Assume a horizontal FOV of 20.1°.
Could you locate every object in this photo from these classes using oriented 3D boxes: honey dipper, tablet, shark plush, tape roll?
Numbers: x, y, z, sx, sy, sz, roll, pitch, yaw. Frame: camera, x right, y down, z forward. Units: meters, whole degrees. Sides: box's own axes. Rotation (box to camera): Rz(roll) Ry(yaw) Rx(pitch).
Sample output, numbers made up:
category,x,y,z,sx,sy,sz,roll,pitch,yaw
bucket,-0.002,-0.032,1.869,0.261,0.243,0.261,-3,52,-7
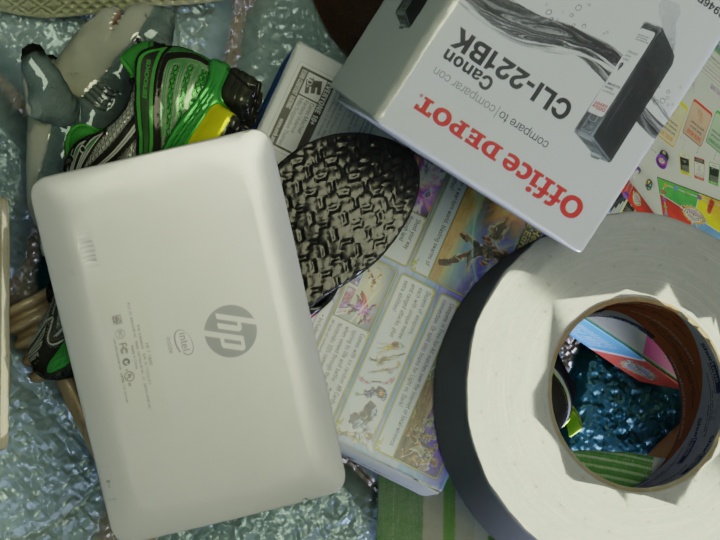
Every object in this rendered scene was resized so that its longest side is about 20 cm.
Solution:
category,x,y,z,sx,sy,sz,roll,pitch,yaw
honey dipper,-0.148,0.105,1.175,0.038,0.038,0.201,-29,96,-20
tablet,-0.089,0.036,1.072,0.129,0.014,0.201,-13,101,-4
shark plush,-0.147,-0.050,1.145,0.083,0.091,0.202,1,79,-3
tape roll,0.144,0.071,1.130,0.199,0.066,0.202,2,82,-13

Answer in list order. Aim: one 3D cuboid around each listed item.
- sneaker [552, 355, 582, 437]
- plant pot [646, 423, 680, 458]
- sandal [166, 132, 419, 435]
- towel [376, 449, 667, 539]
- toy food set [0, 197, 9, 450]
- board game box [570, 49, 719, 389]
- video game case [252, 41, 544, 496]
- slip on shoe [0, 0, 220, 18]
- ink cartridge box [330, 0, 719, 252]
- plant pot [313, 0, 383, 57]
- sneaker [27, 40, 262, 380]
category,x,y,z,sx,sy,sz,roll,pitch,yaw
sneaker,0.063,0.026,1.253,0.072,0.083,0.201,-38,82,24
plant pot,0.263,0.144,1.249,0.139,0.200,0.201,-27,95,-4
sandal,-0.048,0.003,1.110,0.075,0.045,0.200,41,89,0
towel,0.104,0.182,1.204,0.199,0.023,0.154,-1,83,22
toy food set,-0.292,0.030,1.117,0.199,0.060,0.145,0,85,-19
board game box,0.180,-0.048,1.274,0.153,0.040,0.201,32,74,-40
video game case,0.000,0.000,1.162,0.180,0.045,0.201,26,76,-8
slip on shoe,-0.160,-0.192,1.189,0.198,0.074,0.061,-4,52,-14
ink cartridge box,0.101,-0.133,1.063,0.144,0.084,0.201,31,96,-23
plant pot,0.085,-0.206,1.201,0.186,0.200,0.188,2,85,-20
sneaker,-0.131,-0.031,1.112,0.085,0.078,0.201,28,95,7
